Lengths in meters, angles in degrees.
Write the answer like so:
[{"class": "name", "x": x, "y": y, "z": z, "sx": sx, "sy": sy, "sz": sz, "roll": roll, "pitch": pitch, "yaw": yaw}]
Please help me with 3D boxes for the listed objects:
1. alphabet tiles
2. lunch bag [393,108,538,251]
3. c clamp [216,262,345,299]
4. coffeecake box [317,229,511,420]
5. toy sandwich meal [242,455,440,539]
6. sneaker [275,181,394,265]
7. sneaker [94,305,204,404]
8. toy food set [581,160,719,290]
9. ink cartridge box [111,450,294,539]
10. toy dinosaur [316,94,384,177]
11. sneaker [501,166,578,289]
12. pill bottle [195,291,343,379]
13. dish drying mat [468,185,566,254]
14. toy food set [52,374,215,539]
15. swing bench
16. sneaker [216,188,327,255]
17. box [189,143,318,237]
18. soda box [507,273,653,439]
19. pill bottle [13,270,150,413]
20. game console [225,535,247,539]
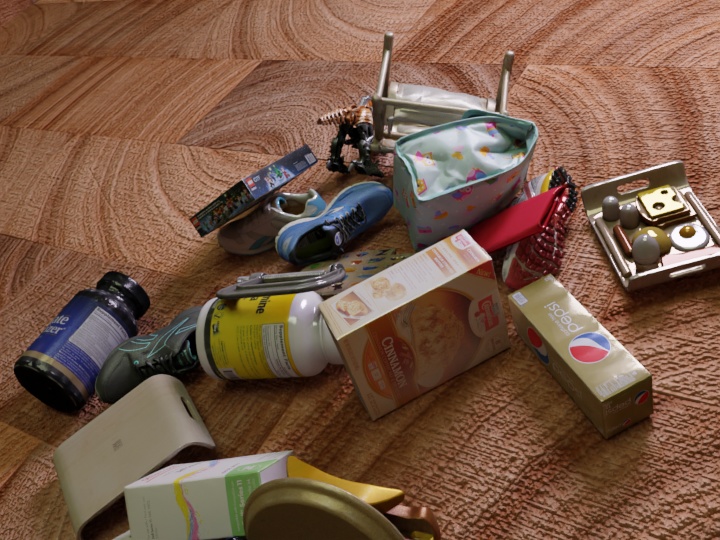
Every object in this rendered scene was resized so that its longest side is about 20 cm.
[{"class": "alphabet tiles", "x": 0.000, "y": 0.000, "z": 1.120, "sx": 0.198, "sy": 0.008, "sz": 0.167, "roll": -5, "pitch": 18, "yaw": 19}, {"class": "lunch bag", "x": 0.151, "y": -0.135, "z": 1.117, "sx": 0.199, "sy": 0.171, "sz": 0.123, "roll": -21, "pitch": 68, "yaw": -5}, {"class": "c clamp", "x": -0.100, "y": 0.012, "z": 1.043, "sx": 0.199, "sy": 0.027, "sz": 0.170, "roll": -4, "pitch": 7, "yaw": 33}, {"class": "coffeecake box", "x": 0.069, "y": 0.067, "z": 0.947, "sx": 0.199, "sy": 0.154, "sz": 0.073, "roll": -27, "pitch": 40, "yaw": -7}, {"class": "toy sandwich meal", "x": -0.017, "y": 0.259, "z": 0.756, "sx": 0.204, "sy": 0.207, "sz": 0.070, "roll": 1, "pitch": 30, "yaw": 25}, {"class": "sneaker", "x": -0.031, "y": -0.062, "z": 1.192, "sx": 0.199, "sy": 0.079, "sz": 0.089, "roll": -32, "pitch": 28, "yaw": -4}, {"class": "sneaker", "x": -0.279, "y": 0.119, "z": 1.099, "sx": 0.200, "sy": 0.076, "sz": 0.079, "roll": -37, "pitch": 30, "yaw": -18}, {"class": "toy food set", "x": 0.385, "y": -0.065, "z": 1.016, "sx": 0.142, "sy": 0.061, "sz": 0.201, "roll": -16, "pitch": 40, "yaw": 7}, {"class": "ink cartridge box", "x": -0.179, "y": 0.253, "z": 0.873, "sx": 0.198, "sy": 0.068, "sz": 0.117, "roll": -10, "pitch": -4, "yaw": 13}, {"class": "toy dinosaur", "x": -0.011, "y": -0.232, "z": 1.330, "sx": 0.199, "sy": 0.137, "sz": 0.102, "roll": 6, "pitch": 5, "yaw": -35}, {"class": "sneaker", "x": 0.237, "y": -0.052, "z": 1.085, "sx": 0.082, "sy": 0.078, "sz": 0.201, "roll": -18, "pitch": 35, "yaw": 49}, {"class": "pill bottle", "x": -0.107, "y": 0.085, "z": 1.040, "sx": 0.198, "sy": 0.113, "sz": 0.113, "roll": -5, "pitch": 42, "yaw": 19}, {"class": "dish drying mat", "x": 0.194, "y": -0.056, "z": 1.048, "sx": 0.077, "sy": 0.018, "sz": 0.200, "roll": -59, "pitch": 14, "yaw": -25}, {"class": "toy food set", "x": -0.293, "y": 0.239, "z": 1.004, "sx": 0.200, "sy": 0.061, "sz": 0.144, "roll": -38, "pitch": 42, "yaw": -7}, {"class": "swing bench", "x": 0.120, "y": -0.239, "z": 1.212, "sx": 0.197, "sy": 0.200, "sz": 0.131, "roll": 9, "pitch": 64, "yaw": 4}, {"class": "sneaker", "x": -0.144, "y": -0.082, "z": 1.271, "sx": 0.198, "sy": 0.081, "sz": 0.077, "roll": -11, "pitch": 42, "yaw": 14}, {"class": "box", "x": -0.170, "y": -0.132, "z": 1.276, "sx": 0.136, "sy": 0.038, "sz": 0.200, "roll": -29, "pitch": 8, "yaw": 35}, {"class": "soda box", "x": 0.249, "y": 0.093, "z": 0.904, "sx": 0.064, "sy": 0.068, "sz": 0.200, "roll": -25, "pitch": 39, "yaw": -6}, {"class": "pill bottle", "x": -0.401, "y": 0.100, "z": 1.157, "sx": 0.111, "sy": 0.112, "sz": 0.201, "roll": 6, "pitch": 46, "yaw": 29}, {"class": "game console", "x": -0.134, "y": 0.380, "z": 0.706, "sx": 0.199, "sy": 0.171, "sz": 0.118, "roll": -37, "pitch": 15, "yaw": -8}]
